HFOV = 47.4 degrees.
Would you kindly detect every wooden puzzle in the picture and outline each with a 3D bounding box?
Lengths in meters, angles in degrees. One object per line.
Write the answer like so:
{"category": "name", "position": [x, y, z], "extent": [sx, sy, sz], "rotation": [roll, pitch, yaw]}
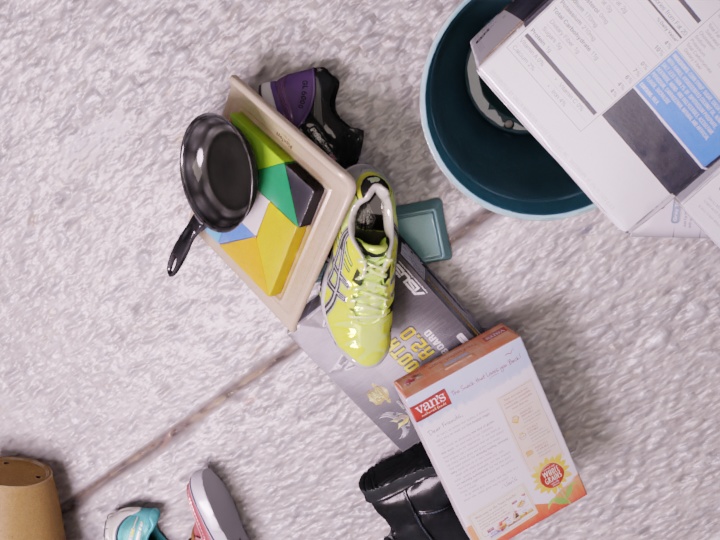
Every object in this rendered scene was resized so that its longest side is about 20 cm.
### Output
{"category": "wooden puzzle", "position": [-0.100, -0.062, 0.814], "extent": [0.185, 0.037, 0.201], "rotation": [43, 130, 26]}

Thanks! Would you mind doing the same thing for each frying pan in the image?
{"category": "frying pan", "position": [-0.142, -0.061, 0.810], "extent": [0.115, 0.031, 0.191], "rotation": [29, 121, 36]}

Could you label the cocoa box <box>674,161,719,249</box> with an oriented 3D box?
{"category": "cocoa box", "position": [0.376, -0.053, 0.711], "extent": [0.200, 0.131, 0.133], "rotation": [42, 109, -8]}

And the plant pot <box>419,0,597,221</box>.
{"category": "plant pot", "position": [0.155, -0.166, 0.731], "extent": [0.199, 0.188, 0.201], "rotation": [2, 110, 5]}

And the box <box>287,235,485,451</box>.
{"category": "box", "position": [0.044, 0.083, 0.899], "extent": [0.158, 0.048, 0.200], "rotation": [-37, 106, 18]}

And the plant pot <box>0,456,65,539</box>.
{"category": "plant pot", "position": [-0.440, 0.341, 1.007], "extent": [0.185, 0.186, 0.201], "rotation": [12, 97, 2]}

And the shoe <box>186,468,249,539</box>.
{"category": "shoe", "position": [-0.192, 0.343, 1.020], "extent": [0.090, 0.072, 0.201], "rotation": [-19, 111, 7]}

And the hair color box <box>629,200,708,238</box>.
{"category": "hair color box", "position": [0.364, -0.085, 0.803], "extent": [0.198, 0.061, 0.100], "rotation": [2, 110, 6]}

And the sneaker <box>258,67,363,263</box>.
{"category": "sneaker", "position": [-0.031, -0.105, 0.832], "extent": [0.087, 0.076, 0.201], "rotation": [-17, 100, 6]}

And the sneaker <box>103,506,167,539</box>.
{"category": "sneaker", "position": [-0.265, 0.394, 1.049], "extent": [0.079, 0.078, 0.201], "rotation": [-13, 108, 2]}

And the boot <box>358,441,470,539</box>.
{"category": "boot", "position": [0.109, 0.276, 0.960], "extent": [0.197, 0.073, 0.163], "rotation": [-27, 108, 12]}

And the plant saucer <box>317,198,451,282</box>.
{"category": "plant saucer", "position": [-0.004, -0.026, 0.893], "extent": [0.199, 0.019, 0.070], "rotation": [-10, 108, 11]}

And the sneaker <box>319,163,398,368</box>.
{"category": "sneaker", "position": [0.000, 0.000, 0.792], "extent": [0.075, 0.076, 0.202], "rotation": [-5, 101, -10]}

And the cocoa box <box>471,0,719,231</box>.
{"category": "cocoa box", "position": [0.163, -0.137, 0.525], "extent": [0.131, 0.200, 0.133], "rotation": [-42, 99, 18]}

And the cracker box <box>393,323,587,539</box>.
{"category": "cracker box", "position": [0.136, 0.175, 0.858], "extent": [0.133, 0.058, 0.201], "rotation": [-27, 106, -5]}
